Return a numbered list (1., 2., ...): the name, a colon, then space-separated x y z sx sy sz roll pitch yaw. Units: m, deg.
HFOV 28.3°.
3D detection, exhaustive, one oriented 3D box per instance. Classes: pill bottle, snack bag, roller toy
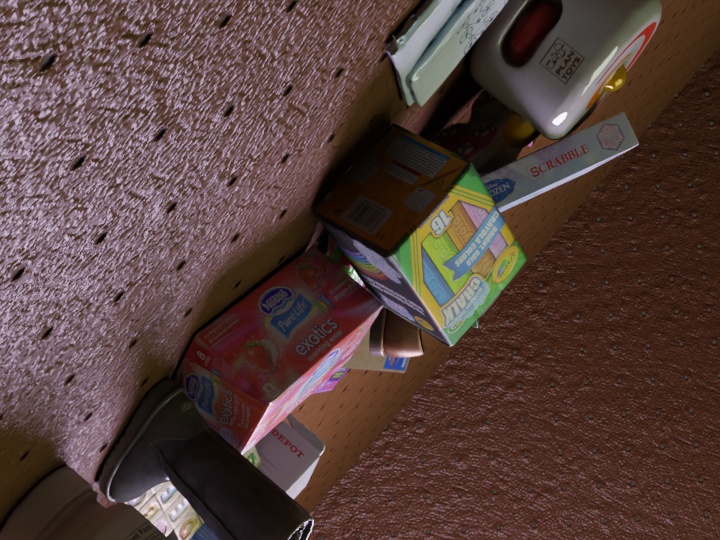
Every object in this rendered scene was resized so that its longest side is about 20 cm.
1. pill bottle: -0.214 0.270 1.247 0.114 0.200 0.114 -48 171 -11
2. snack bag: 0.097 -0.238 1.274 0.189 0.021 0.200 -50 170 -1
3. roller toy: 0.215 -0.233 1.475 0.200 0.140 0.183 -46 169 -21

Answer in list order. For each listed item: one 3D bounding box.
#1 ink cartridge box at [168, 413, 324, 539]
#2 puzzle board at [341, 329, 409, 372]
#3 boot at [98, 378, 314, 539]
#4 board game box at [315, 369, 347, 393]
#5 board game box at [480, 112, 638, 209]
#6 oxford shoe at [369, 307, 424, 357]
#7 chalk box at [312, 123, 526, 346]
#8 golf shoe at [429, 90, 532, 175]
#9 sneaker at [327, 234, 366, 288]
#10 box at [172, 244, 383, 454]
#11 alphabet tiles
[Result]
1. ink cartridge box: -0.147 0.245 1.673 0.200 0.128 0.125 -44 169 -27
2. puzzle board: 0.035 0.020 1.662 0.150 0.017 0.201 9 102 -53
3. boot: -0.148 0.221 1.362 0.073 0.200 0.182 -39 165 -46
4. board game box: -0.032 0.099 1.747 0.120 0.032 0.200 -55 169 5
5. board game box: 0.180 -0.099 1.565 0.199 0.041 0.200 -24 179 -10
6. oxford shoe: 0.057 -0.003 1.579 0.071 0.071 0.201 -10 106 -78
7. chalk box: 0.070 -0.021 1.406 0.124 0.125 0.200 -48 136 -12
8. golf shoe: 0.139 -0.135 1.618 0.200 0.075 0.092 -42 130 -33
9. sneaker: 0.000 0.000 1.521 0.083 0.077 0.200 -12 154 -25
10. box: -0.082 0.075 1.413 0.200 0.103 0.095 -38 165 -46
11. alphabet tiles: -0.171 0.202 1.534 0.200 0.006 0.167 -45 141 -27
